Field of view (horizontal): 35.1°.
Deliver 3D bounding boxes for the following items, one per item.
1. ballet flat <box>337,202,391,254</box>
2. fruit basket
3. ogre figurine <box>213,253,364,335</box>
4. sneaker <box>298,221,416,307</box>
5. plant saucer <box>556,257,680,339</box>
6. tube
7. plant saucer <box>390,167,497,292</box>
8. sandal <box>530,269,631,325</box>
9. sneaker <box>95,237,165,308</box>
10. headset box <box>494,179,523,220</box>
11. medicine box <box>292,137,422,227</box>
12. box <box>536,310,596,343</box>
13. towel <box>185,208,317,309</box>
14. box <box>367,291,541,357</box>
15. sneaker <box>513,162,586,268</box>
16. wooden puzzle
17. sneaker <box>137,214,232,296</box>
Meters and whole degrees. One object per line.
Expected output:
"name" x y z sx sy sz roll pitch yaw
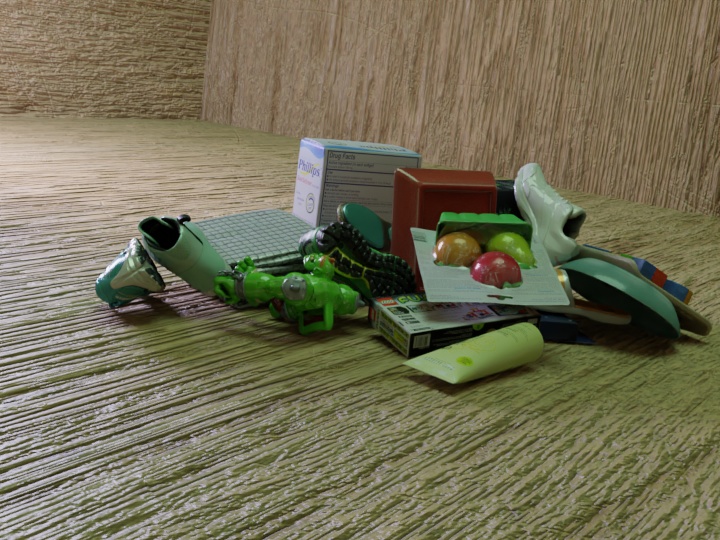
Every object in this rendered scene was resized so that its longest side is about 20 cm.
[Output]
"ballet flat" 0.019 -0.048 1.733 0.065 0.071 0.199 -21 -31 37
"fruit basket" 0.165 -0.002 1.500 0.183 0.095 0.201 1 34 -6
"ogre figurine" -0.078 0.031 1.444 0.119 0.099 0.200 1 -28 37
"sneaker" 0.000 0.000 1.529 0.200 0.079 0.085 41 -24 -30
"plant saucer" 0.376 0.034 1.634 0.199 0.036 0.200 30 -6 3
"tube" 0.143 0.102 1.351 0.199 0.052 0.058 -11 -19 -45
"plant saucer" 0.130 -0.047 1.669 0.198 0.202 0.037 -2 7 -40
"sandal" 0.290 0.029 1.616 0.204 0.060 0.079 10 10 -10
"sneaker" -0.298 0.007 1.444 0.079 0.078 0.200 -30 2 -6
"headset box" 0.203 -0.053 1.824 0.198 0.176 0.092 -4 16 -40
"medicine box" -0.010 -0.108 1.883 0.180 0.202 0.103 2 13 -28
"box" 0.222 0.068 1.605 0.198 0.033 0.121 5 11 -15
"towel" -0.142 -0.013 1.601 0.198 0.087 0.165 -13 29 -33
"box" 0.121 0.061 1.468 0.198 0.035 0.110 -6 25 -27
"sneaker" 0.291 -0.085 1.719 0.098 0.202 0.078 -18 -37 19
"wooden puzzle" 0.414 0.016 1.707 0.199 0.047 0.185 35 -7 -30
"sneaker" -0.253 -0.049 1.489 0.200 0.074 0.118 31 -12 48
